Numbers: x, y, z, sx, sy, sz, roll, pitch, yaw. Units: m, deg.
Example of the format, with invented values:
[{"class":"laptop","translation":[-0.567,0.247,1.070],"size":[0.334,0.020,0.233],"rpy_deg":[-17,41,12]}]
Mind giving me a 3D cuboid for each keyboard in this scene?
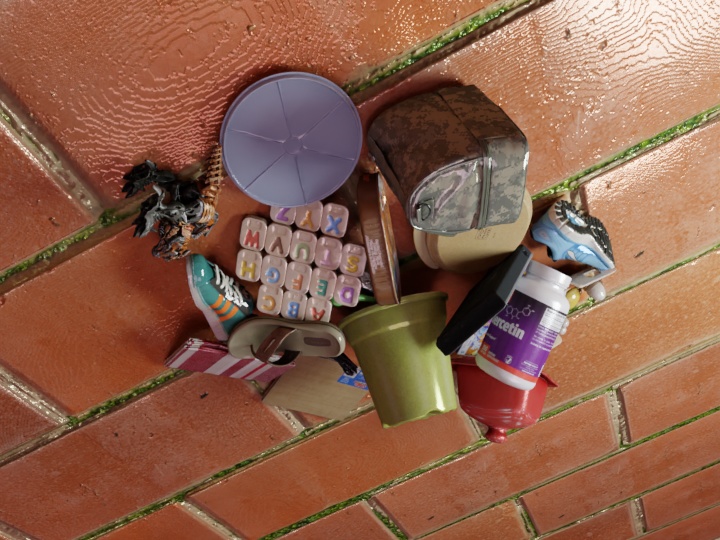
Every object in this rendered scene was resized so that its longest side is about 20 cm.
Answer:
[{"class":"keyboard","translation":[-0.069,0.125,1.141],"size":[0.021,0.127,0.200],"rpy_deg":[-50,131,-2]}]

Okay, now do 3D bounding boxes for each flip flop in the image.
[{"class":"flip flop","translation":[-0.120,0.119,1.045],"size":[0.194,0.058,0.082],"rpy_deg":[1,132,13]}]

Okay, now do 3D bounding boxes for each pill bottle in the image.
[{"class":"pill bottle","translation":[0.280,0.090,1.134],"size":[0.111,0.112,0.204],"rpy_deg":[20,96,-32]}]

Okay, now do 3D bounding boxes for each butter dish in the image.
[{"class":"butter dish","translation":[0.267,0.254,1.285],"size":[0.195,0.152,0.199],"rpy_deg":[0,162,28]}]

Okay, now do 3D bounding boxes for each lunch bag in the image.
[{"class":"lunch bag","translation":[0.108,-0.146,0.895],"size":[0.163,0.202,0.142],"rpy_deg":[-10,132,-12]}]

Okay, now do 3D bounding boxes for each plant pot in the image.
[{"class":"plant pot","translation":[0.077,0.156,1.119],"size":[0.195,0.189,0.201],"rpy_deg":[-14,167,-3]}]

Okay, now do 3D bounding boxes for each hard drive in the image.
[{"class":"hard drive","translation":[0.201,0.044,1.074],"size":[0.033,0.200,0.140],"rpy_deg":[44,124,2]}]

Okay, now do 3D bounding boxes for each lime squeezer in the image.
[{"class":"lime squeezer","translation":[-0.055,0.035,1.071],"size":[0.194,0.071,0.039],"rpy_deg":[2,95,11]}]

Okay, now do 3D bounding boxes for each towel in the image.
[{"class":"towel","translation":[-0.226,0.157,1.158],"size":[0.196,0.023,0.144],"rpy_deg":[14,153,-27]}]

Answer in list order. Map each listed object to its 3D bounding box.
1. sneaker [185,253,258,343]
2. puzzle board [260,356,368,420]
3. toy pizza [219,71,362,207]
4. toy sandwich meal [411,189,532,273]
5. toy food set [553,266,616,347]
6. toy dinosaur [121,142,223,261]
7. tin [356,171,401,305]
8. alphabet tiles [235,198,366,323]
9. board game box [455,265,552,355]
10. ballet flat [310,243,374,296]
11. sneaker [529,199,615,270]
[{"class":"sneaker","translation":[-0.214,0.036,1.054],"size":[0.078,0.072,0.202],"rpy_deg":[-17,143,-2]},{"class":"puzzle board","translation":[-0.075,0.225,1.307],"size":[0.197,0.018,0.152],"rpy_deg":[20,122,-32]},{"class":"toy pizza","translation":[-0.094,-0.177,0.914],"size":[0.195,0.032,0.204],"rpy_deg":[-8,130,-10]},{"class":"toy sandwich meal","translation":[0.178,-0.077,1.074],"size":[0.200,0.071,0.209],"rpy_deg":[-11,132,-12]},{"class":"toy food set","translation":[0.385,0.080,1.245],"size":[0.142,0.060,0.203],"rpy_deg":[-17,142,-43]},{"class":"toy dinosaur","translation":[-0.248,-0.096,0.922],"size":[0.134,0.102,0.204],"rpy_deg":[8,113,-43]},{"class":"tin","translation":[0.028,-0.044,0.996],"size":[0.041,0.112,0.205],"rpy_deg":[-9,111,5]},{"class":"alphabet tiles","translation":[-0.090,-0.014,1.010],"size":[0.195,0.015,0.200],"rpy_deg":[14,111,2]},{"class":"board game box","translation":[0.269,0.077,1.257],"size":[0.131,0.045,0.203],"rpy_deg":[5,130,-22]},{"class":"ballet flat","translation":[0.000,0.000,1.091],"size":[0.197,0.073,0.072],"rpy_deg":[25,121,-36]},{"class":"sneaker","translation":[0.369,-0.052,1.166],"size":[0.197,0.080,0.089],"rpy_deg":[28,138,-31]}]
